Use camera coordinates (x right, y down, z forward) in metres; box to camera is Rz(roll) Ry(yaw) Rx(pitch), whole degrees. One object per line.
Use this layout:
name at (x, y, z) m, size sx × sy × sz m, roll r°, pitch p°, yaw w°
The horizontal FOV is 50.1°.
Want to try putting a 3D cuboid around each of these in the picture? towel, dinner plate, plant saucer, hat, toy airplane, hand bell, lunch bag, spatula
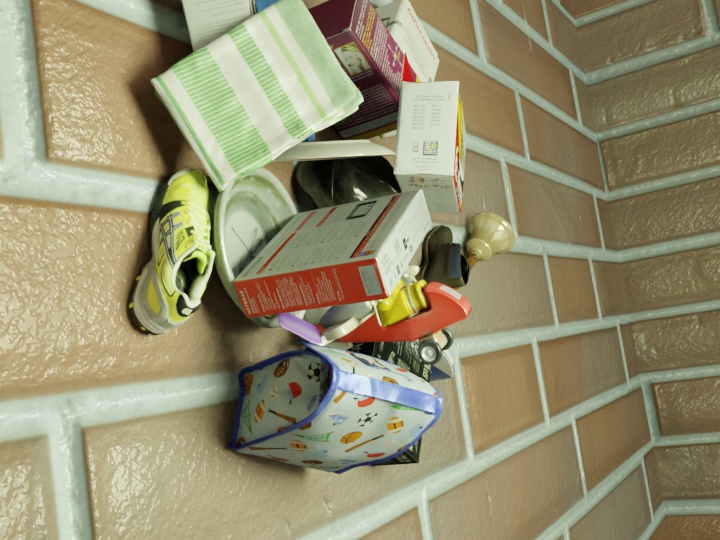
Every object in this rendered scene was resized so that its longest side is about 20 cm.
towel at (-0.115, -0.203, 0.872) m, size 0.153 × 0.199 × 0.023 m, roll 57°, pitch -11°, yaw -5°
dinner plate at (-0.054, -0.153, 0.991) m, size 0.200 × 0.199 × 0.024 m, roll -20°, pitch 108°, yaw -59°
plant saucer at (-0.134, -0.027, 0.949) m, size 0.200 × 0.050 × 0.202 m, roll -9°, pitch 90°, yaw -67°
hat at (0.009, -0.124, 1.125) m, size 0.200 × 0.081 × 0.201 m, roll 27°, pitch 36°, yaw -21°
toy airplane at (0.016, 0.042, 0.980) m, size 0.198 × 0.200 × 0.142 m, roll -10°, pitch 101°, yaw -23°
hand bell at (0.223, -0.020, 1.541) m, size 0.200 × 0.104 × 0.105 m, roll -49°, pitch 122°, yaw -39°
lunch bag at (-0.027, 0.155, 0.891) m, size 0.169 × 0.199 × 0.125 m, roll 19°, pitch 60°, yaw -34°
spatula at (-0.068, 0.031, 0.924) m, size 0.056 × 0.021 × 0.200 m, roll 29°, pitch 25°, yaw -15°

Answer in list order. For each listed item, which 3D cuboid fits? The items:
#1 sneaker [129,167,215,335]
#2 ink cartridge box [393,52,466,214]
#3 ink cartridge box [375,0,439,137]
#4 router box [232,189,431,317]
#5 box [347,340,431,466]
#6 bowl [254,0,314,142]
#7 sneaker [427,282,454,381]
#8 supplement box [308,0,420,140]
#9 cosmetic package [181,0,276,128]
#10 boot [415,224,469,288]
sneaker at (-0.188, -0.026, 0.845) m, size 0.075 × 0.076 × 0.201 m, roll 35°, pitch 49°, yaw -46°
ink cartridge box at (0.105, -0.191, 1.104) m, size 0.200 × 0.083 × 0.177 m, roll 44°, pitch 50°, yaw -76°
ink cartridge box at (0.060, -0.361, 1.367) m, size 0.146 × 0.084 × 0.201 m, roll 53°, pitch 39°, yaw -36°
router box at (-0.026, -0.024, 0.908) m, size 0.200 × 0.178 × 0.049 m, roll -55°, pitch 131°, yaw -57°
box at (0.026, 0.157, 1.125) m, size 0.164 × 0.086 × 0.201 m, roll 47°, pitch 43°, yaw -41°
bowl at (-0.101, -0.267, 1.019) m, size 0.201 × 0.039 × 0.202 m, roll 166°, pitch -90°, yaw -87°
sneaker at (0.107, 0.085, 1.292) m, size 0.200 × 0.080 × 0.115 m, roll 57°, pitch 39°, yaw -28°
supplement box at (-0.011, -0.308, 1.188) m, size 0.200 × 0.130 × 0.104 m, roll 48°, pitch 41°, yaw -41°
cosmetic package at (-0.156, -0.256, 0.938) m, size 0.113 × 0.081 × 0.202 m, roll -105°, pitch 180°, yaw -87°
boot at (0.165, -0.021, 1.408) m, size 0.075 × 0.096 × 0.201 m, roll 58°, pitch 36°, yaw -29°
